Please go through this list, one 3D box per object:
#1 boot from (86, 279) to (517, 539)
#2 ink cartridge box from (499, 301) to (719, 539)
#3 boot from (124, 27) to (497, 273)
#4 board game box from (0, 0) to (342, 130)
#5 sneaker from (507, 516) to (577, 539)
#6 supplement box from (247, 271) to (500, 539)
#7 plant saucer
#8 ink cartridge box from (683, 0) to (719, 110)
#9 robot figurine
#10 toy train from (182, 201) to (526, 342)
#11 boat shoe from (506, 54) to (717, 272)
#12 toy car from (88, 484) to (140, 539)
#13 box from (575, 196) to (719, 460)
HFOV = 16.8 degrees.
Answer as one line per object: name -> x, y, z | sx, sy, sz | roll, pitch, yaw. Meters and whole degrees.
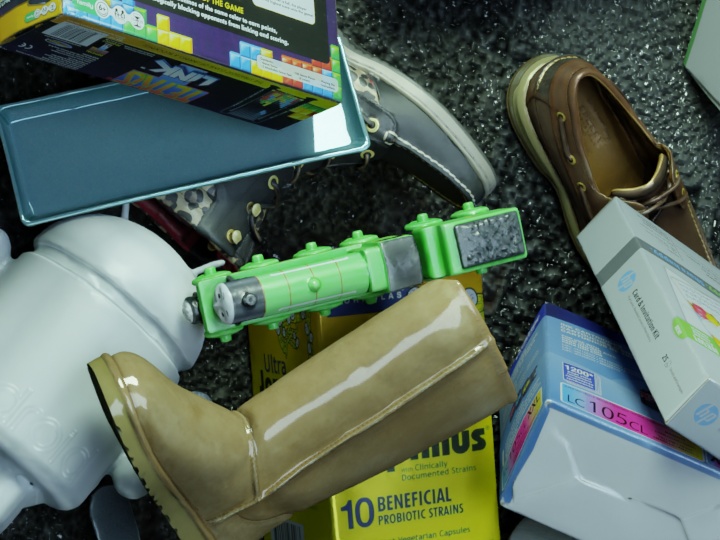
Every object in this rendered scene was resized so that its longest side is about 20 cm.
boot -> -0.030, 0.059, 1.292 | 0.200, 0.066, 0.175 | -30, 139, -5
ink cartridge box -> 0.155, 0.096, 1.453 | 0.136, 0.200, 0.077 | 24, 107, -5
boot -> -0.036, -0.061, 1.403 | 0.200, 0.073, 0.151 | 38, 74, -8
board game box -> -0.101, -0.178, 1.286 | 0.200, 0.057, 0.166 | 15, 64, -45
sneaker -> 0.146, 0.185, 1.477 | 0.200, 0.075, 0.089 | -17, 117, -59
supplement box -> 0.007, 0.092, 1.423 | 0.108, 0.109, 0.201 | -6, 94, -25
plant saucer -> -0.098, -0.077, 1.351 | 0.199, 0.019, 0.070 | -13, 80, -13
ink cartridge box -> 0.323, -0.176, 1.544 | 0.199, 0.084, 0.146 | -10, 134, -26
robot figurine -> -0.162, 0.051, 1.338 | 0.169, 0.113, 0.200 | 39, 75, -3
toy train -> 0.000, 0.000, 1.326 | 0.199, 0.056, 0.042 | -14, 95, -24
boat shoe -> 0.166, -0.047, 1.516 | 0.072, 0.068, 0.200 | -41, 108, -19
toy car -> -0.093, 0.217, 1.369 | 0.164, 0.158, 0.201 | 1, 79, -36
box -> 0.216, 0.056, 1.434 | 0.156, 0.200, 0.041 | 33, 111, -27
